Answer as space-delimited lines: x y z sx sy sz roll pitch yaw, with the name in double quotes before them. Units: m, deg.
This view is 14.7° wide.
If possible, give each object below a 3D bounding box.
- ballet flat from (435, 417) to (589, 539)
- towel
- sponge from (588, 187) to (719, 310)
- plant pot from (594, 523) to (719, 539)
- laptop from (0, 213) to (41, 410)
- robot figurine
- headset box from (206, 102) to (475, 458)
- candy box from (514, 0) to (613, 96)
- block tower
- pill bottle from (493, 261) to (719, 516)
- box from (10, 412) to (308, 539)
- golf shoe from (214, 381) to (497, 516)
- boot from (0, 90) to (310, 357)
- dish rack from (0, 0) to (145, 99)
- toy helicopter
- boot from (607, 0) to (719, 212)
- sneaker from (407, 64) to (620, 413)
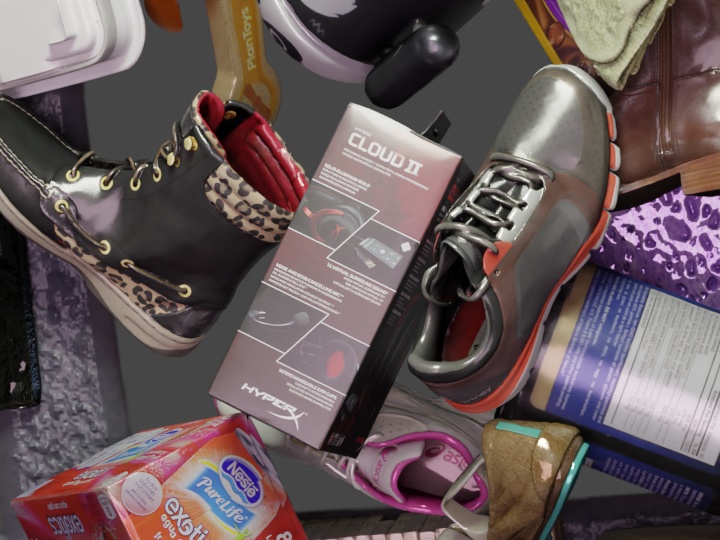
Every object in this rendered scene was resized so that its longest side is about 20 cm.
"ballet flat" 0.079 0.154 1.602 0.072 0.068 0.200 22 138 12
"towel" 0.132 -0.214 1.524 0.036 0.200 0.149 2 136 -26
"sponge" 0.214 -0.043 1.641 0.200 0.030 0.112 -33 91 15
"plant pot" 0.223 0.223 1.623 0.199 0.187 0.188 14 103 24
"laptop" -0.315 0.005 1.769 0.199 0.103 0.178 -7 99 -13
"robot figurine" 0.020 -0.186 1.555 0.125 0.150 0.200 39 143 -10
"headset box" 0.000 0.000 1.579 0.075 0.149 0.201 26 88 9
"candy box" 0.152 -0.151 1.622 0.102 0.026 0.200 -33 82 13
"block tower" 0.024 0.179 1.706 0.199 0.054 0.058 -7 97 12
"pill bottle" 0.185 0.074 1.598 0.199 0.112 0.112 21 103 4
"box" -0.120 0.151 1.649 0.099 0.200 0.096 -28 95 -24
"golf shoe" 0.003 0.098 1.678 0.199 0.092 0.076 14 105 10
"boot" -0.131 -0.057 1.664 0.200 0.073 0.151 48 127 -3
"dish rack" -0.216 -0.202 1.657 0.171 0.043 0.201 -10 100 43
"toy helicopter" -0.082 -0.168 1.640 0.079 0.132 0.201 15 123 38
"boot" 0.145 -0.137 1.582 0.186 0.064 0.201 -7 86 22
"sneaker" 0.080 -0.020 1.522 0.077 0.082 0.201 17 89 32
